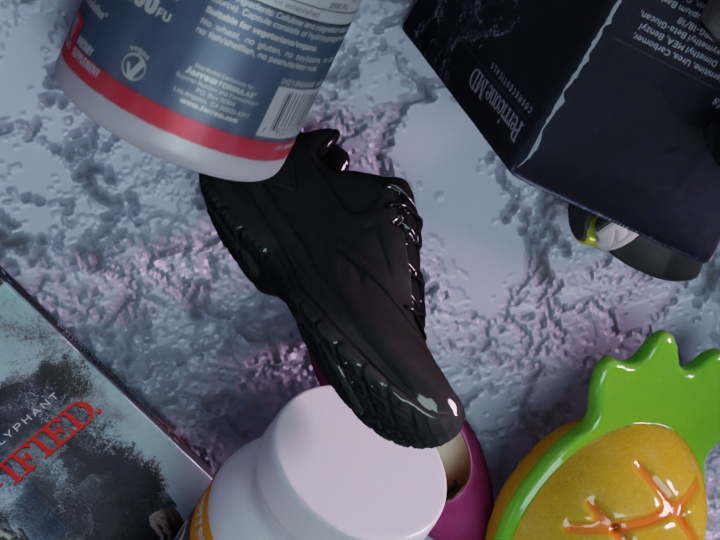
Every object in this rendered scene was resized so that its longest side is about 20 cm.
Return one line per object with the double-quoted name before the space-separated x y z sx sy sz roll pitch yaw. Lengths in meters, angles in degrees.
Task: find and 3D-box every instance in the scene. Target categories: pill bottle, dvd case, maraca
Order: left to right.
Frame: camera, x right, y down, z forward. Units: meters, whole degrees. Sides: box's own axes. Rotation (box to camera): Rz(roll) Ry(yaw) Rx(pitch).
"dvd case" -0.183 0.103 1.167 0.146 0.022 0.200 -39 118 5
"pill bottle" -0.051 -0.154 1.024 0.119 0.120 0.200 19 108 -23
"pill bottle" -0.040 0.155 1.143 0.116 0.117 0.200 12 135 -21
"maraca" 0.140 0.128 1.224 0.137 0.107 0.200 17 103 -40

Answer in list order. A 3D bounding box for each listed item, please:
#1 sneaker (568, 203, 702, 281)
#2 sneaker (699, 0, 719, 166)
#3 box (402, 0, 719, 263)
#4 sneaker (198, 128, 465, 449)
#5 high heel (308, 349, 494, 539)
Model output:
"sneaker" 0.200 -0.076 1.169 0.200 0.075 0.085 -43 125 17
"sneaker" 0.188 -0.120 0.913 0.090 0.066 0.200 -2 117 -16
"box" 0.135 -0.144 1.037 0.117 0.197 0.200 22 108 -23
"sneaker" 0.000 0.000 1.078 0.091 0.200 0.076 -31 149 -10
"high heel" 0.030 0.092 1.179 0.067 0.096 0.200 -26 119 -3
